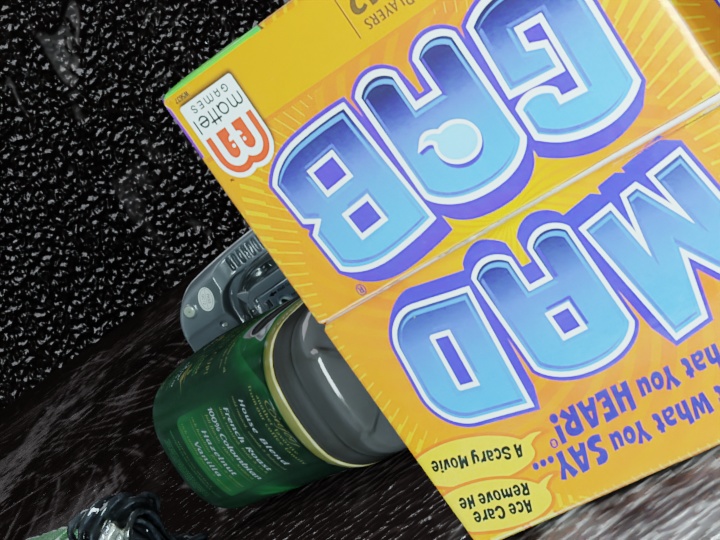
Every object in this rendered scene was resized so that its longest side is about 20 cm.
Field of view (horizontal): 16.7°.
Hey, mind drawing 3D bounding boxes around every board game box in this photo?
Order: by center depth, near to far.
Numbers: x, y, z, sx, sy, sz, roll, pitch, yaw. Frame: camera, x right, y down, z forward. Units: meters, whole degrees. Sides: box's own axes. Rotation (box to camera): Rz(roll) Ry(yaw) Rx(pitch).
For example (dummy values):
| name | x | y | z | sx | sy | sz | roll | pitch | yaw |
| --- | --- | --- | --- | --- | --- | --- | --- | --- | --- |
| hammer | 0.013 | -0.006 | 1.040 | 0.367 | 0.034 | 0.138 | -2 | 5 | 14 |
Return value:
| name | x | y | z | sx | sy | sz | roll | pitch | yaw |
| --- | --- | --- | --- | --- | --- | --- | --- | --- | --- |
| board game box | 0.099 | -0.061 | 0.871 | 0.200 | 0.200 | 0.200 | -31 | 8 | 43 |

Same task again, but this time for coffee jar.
| name | x | y | z | sx | sy | sz | roll | pitch | yaw |
| --- | --- | --- | --- | --- | --- | --- | --- | --- | --- |
| coffee jar | -0.020 | 0.055 | 1.203 | 0.104 | 0.085 | 0.200 | -36 | 4 | -28 |

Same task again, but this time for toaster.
| name | x | y | z | sx | sy | sz | roll | pitch | yaw |
| --- | --- | --- | --- | --- | --- | --- | --- | --- | --- |
| toaster | 0.000 | 0.000 | 1.410 | 0.200 | 0.114 | 0.129 | -35 | 3 | 21 |

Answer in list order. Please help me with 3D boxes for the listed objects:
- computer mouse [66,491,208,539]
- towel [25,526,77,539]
| name | x | y | z | sx | sy | sz | roll | pitch | yaw |
| --- | --- | --- | --- | --- | --- | --- | --- | --- | --- |
| computer mouse | -0.160 | 0.179 | 1.126 | 0.200 | 0.053 | 0.139 | -31 | -20 | 2 |
| towel | -0.250 | 0.229 | 1.477 | 0.200 | 0.031 | 0.149 | -40 | 4 | -21 |
